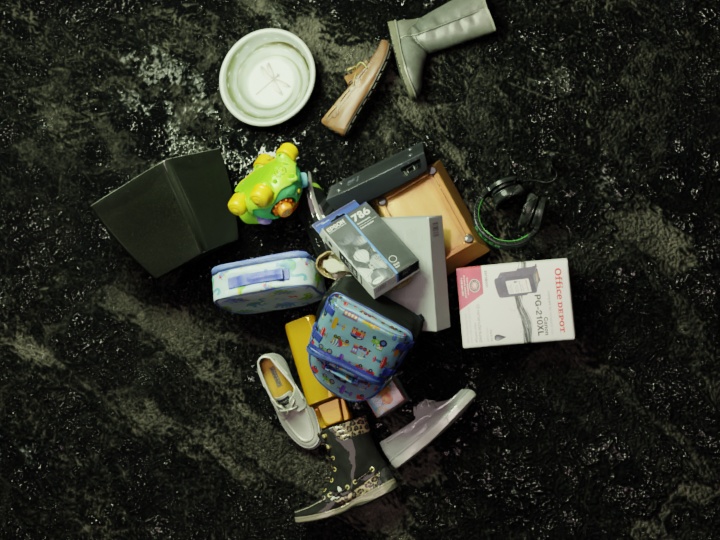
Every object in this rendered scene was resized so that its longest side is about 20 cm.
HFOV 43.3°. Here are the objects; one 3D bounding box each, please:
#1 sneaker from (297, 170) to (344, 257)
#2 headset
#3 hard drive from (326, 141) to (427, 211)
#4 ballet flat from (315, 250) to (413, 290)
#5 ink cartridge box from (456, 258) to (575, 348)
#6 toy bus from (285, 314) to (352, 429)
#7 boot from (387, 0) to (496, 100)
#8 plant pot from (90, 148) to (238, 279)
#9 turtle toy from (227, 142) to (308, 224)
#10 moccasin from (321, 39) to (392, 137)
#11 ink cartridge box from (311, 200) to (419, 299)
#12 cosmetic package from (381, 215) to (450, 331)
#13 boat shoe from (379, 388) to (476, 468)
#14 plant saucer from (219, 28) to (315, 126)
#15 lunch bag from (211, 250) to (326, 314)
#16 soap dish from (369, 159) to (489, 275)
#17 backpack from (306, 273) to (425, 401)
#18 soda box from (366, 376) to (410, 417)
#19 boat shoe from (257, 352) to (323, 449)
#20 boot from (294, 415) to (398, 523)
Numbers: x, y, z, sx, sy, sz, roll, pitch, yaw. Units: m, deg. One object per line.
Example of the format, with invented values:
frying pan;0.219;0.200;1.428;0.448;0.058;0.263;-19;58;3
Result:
sneaker;-0.064;-0.101;1.749;0.082;0.072;0.201;-12;72;-25
headset;0.292;-0.131;1.651;0.123;0.094;0.200;40;74;13
hard drive;0.035;-0.173;1.697;0.199;0.135;0.043;-25;105;10
ballet flat;0.000;0.000;1.611;0.199;0.065;0.071;3;93;38
ink cartridge box;0.279;0.059;1.625;0.198;0.084;0.146;-6;88;11
toy bus;-0.077;0.189;1.686;0.065;0.078;0.201;-21;73;8
boot;0.163;-0.435;1.744;0.199;0.073;0.183;-13;81;3
plant pot;-0.348;-0.100;1.720;0.199;0.200;0.178;-26;91;25
turtle toy;-0.175;-0.145;1.716;0.101;0.199;0.146;44;55;-24
moccasin;-0.006;-0.361;1.764;0.077;0.074;0.202;33;99;6
ink cartridge box;0.005;-0.049;1.573;0.099;0.039;0.200;-33;58;-16
cosmetic package;0.080;0.004;1.621;0.150;0.052;0.202;1;98;37
boat shoe;0.120;0.273;1.647;0.200;0.072;0.069;-44;75;12
plant saucer;-0.181;-0.379;1.810;0.199;0.050;0.202;-2;81;12
lunch bag;-0.169;0.023;1.691;0.199;0.161;0.083;-10;77;11
soap dish;0.125;-0.087;1.686;0.157;0.081;0.201;-29;77;7
backpack;-0.011;0.136;1.562;0.182;0.135;0.201;30;115;2
soda box;0.011;0.171;1.679;0.063;0.068;0.201;-33;77;8
boat shoe;-0.136;0.245;1.697;0.071;0.070;0.201;-28;79;7
boot;-0.045;0.366;1.659;0.199;0.073;0.151;-23;78;8
